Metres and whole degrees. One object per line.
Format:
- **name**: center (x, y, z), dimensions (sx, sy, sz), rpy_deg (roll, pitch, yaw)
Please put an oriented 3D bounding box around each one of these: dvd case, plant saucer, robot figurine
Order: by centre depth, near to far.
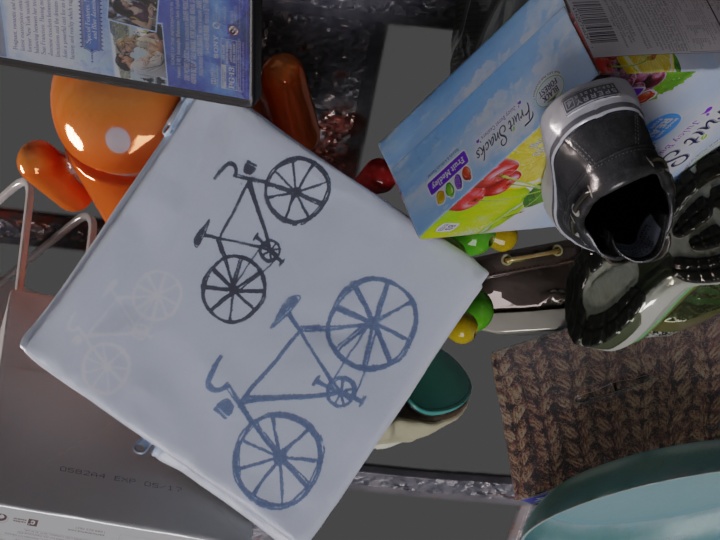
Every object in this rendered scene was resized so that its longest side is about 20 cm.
- **dvd case**: center (-0.146, -0.163, 1.377), dimensions (0.199, 0.018, 0.144), rpy_deg (10, 125, 13)
- **robot figurine**: center (-0.108, -0.073, 1.517), dimensions (0.143, 0.117, 0.200), rpy_deg (14, 150, 27)
- **plant saucer**: center (0.192, 0.137, 1.614), dimensions (0.199, 0.028, 0.200), rpy_deg (-9, 161, -3)

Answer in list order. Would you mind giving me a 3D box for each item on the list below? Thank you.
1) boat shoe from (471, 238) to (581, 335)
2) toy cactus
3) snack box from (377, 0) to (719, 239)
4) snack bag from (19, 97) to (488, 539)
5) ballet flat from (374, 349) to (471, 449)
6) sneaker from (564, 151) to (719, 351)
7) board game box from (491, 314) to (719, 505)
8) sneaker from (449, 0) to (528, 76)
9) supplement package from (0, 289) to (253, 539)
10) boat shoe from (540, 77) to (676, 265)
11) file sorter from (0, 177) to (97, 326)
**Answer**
- **boat shoe**: center (0.042, 0.011, 1.669), dimensions (0.198, 0.060, 0.072), rpy_deg (-1, 176, 8)
- **toy cactus**: center (0.000, 0.000, 1.555), dimensions (0.164, 0.103, 0.200), rpy_deg (-30, 158, 15)
- **snack box**: center (0.138, -0.090, 1.453), dimensions (0.199, 0.068, 0.169), rpy_deg (-8, 156, -40)
- **snack bag**: center (-0.060, 0.025, 1.444), dimensions (0.199, 0.189, 0.021), rpy_deg (34, 178, -9)
- **ballet flat**: center (0.003, 0.083, 1.654), dimensions (0.069, 0.070, 0.200), rpy_deg (-18, 173, 25)
- **sneaker**: center (0.206, -0.010, 1.517), dimensions (0.088, 0.077, 0.200), rpy_deg (9, 155, -38)
- **board game box**: center (0.202, 0.093, 1.684), dimensions (0.159, 0.098, 0.200), rpy_deg (-19, 159, 26)
- **sneaker**: center (0.105, -0.150, 1.440), dimensions (0.080, 0.071, 0.201), rpy_deg (12, 142, -17)
- **supplement package**: center (-0.155, 0.140, 1.553), dimensions (0.151, 0.151, 0.201), rpy_deg (11, 139, -11)
- **boat shoe**: center (0.137, -0.035, 1.392), dimensions (0.070, 0.067, 0.200), rpy_deg (-22, 160, -1)
- **file sorter**: center (-0.168, 0.054, 1.676), dimensions (0.199, 0.140, 0.124), rpy_deg (28, 135, -30)
